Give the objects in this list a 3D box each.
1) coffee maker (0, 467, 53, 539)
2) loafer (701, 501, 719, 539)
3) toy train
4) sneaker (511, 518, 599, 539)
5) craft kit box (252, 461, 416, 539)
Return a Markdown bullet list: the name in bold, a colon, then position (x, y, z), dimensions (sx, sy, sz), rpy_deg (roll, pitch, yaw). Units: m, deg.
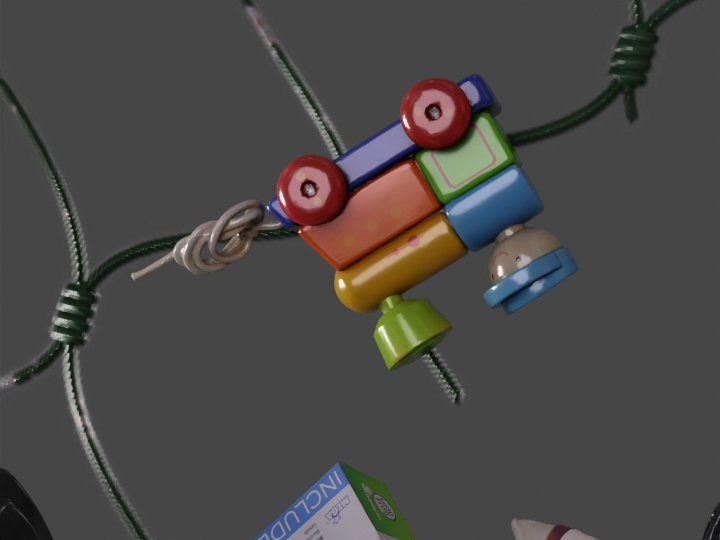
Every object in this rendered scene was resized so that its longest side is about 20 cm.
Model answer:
- **coffee maker**: position (-0.259, 0.141, 1.085), dimensions (0.199, 0.135, 0.193), rpy_deg (1, 75, 17)
- **loafer**: position (0.172, 0.196, 0.972), dimensions (0.068, 0.070, 0.202), rpy_deg (1, 76, 17)
- **toy train**: position (0.000, 0.000, 1.078), dimensions (0.199, 0.085, 0.116), rpy_deg (-32, 82, 7)
- **sneaker**: position (0.062, 0.212, 1.008), dimensions (0.090, 0.075, 0.201), rpy_deg (26, 80, 32)
- **craft kit box**: position (-0.029, 0.225, 0.995), dimensions (0.200, 0.048, 0.198), rpy_deg (-42, 48, 14)
